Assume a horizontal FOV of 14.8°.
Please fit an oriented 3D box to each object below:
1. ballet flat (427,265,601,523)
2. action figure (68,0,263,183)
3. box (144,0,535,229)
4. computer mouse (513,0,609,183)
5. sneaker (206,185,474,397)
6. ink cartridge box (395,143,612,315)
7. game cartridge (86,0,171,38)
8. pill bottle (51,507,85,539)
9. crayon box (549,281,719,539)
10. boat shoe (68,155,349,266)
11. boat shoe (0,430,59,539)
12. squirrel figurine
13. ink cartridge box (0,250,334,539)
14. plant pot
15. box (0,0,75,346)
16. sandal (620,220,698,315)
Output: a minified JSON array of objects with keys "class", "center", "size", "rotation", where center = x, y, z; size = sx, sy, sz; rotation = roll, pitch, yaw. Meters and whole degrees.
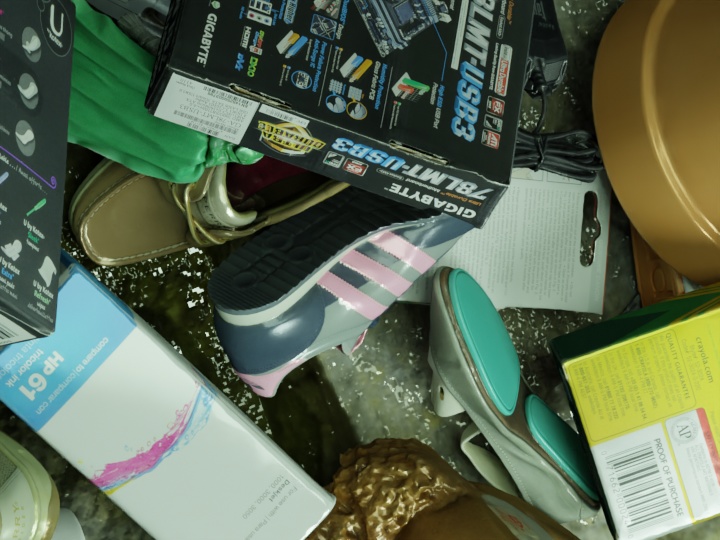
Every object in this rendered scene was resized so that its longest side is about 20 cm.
[{"class":"ballet flat","center":[0.077,0.083,1.659],"size":[0.200,0.064,0.068],"rotation":[53,30,-30]},{"class":"action figure","center":[-0.141,-0.105,1.539],"size":[0.200,0.055,0.118],"rotation":[27,120,13]},{"class":"box","center":[-0.004,-0.140,1.535],"size":[0.198,0.050,0.201],"rotation":[20,52,-13]},{"class":"computer mouse","center":[0.067,-0.141,1.643],"size":[0.140,0.046,0.201],"rotation":[-1,70,-48]},{"class":"sneaker","center":[0.000,0.000,1.602],"size":[0.200,0.070,0.082],"rotation":[-28,130,-23]},{"class":"ink cartridge box","center":[0.052,-0.033,1.673],"size":[0.199,0.050,0.109],"rotation":[5,89,-22]},{"class":"game cartridge","center":[-0.057,-0.172,1.609],"size":[0.200,0.042,0.134],"rotation":[26,54,-18]},{"class":"pill bottle","center":[-0.254,0.183,1.522],"size":[0.199,0.116,0.116],"rotation":[-3,92,-21]},{"class":"crayon box","center":[0.226,0.072,1.644],"size":[0.199,0.051,0.127],"rotation":[-18,106,0]},{"class":"boat shoe","center":[-0.078,-0.052,1.570],"size":[0.200,0.066,0.074],"rotation":[-27,119,14]},{"class":"boat shoe","center":[-0.247,0.090,1.489],"size":[0.063,0.201,0.073],"rotation":[5,118,-55]},{"class":"squirrel figurine","center":[0.022,0.209,1.623],"size":[0.200,0.142,0.187],"rotation":[36,101,-8]},{"class":"ink cartridge box","center":[-0.124,0.082,1.543],"size":[0.200,0.145,0.085],"rotation":[42,86,-16]},{"class":"plant pot","center":[0.257,-0.099,1.666],"size":[0.200,0.140,0.201],"rotation":[14,68,-37]},{"class":"box","center":[-0.229,-0.064,1.448],"size":[0.106,0.122,0.201],"rotation":[40,45,-54]},{"class":"sandal","center":[0.174,0.028,1.712],"size":[0.059,0.079,0.208],"rotation":[-9,86,-20]}]
